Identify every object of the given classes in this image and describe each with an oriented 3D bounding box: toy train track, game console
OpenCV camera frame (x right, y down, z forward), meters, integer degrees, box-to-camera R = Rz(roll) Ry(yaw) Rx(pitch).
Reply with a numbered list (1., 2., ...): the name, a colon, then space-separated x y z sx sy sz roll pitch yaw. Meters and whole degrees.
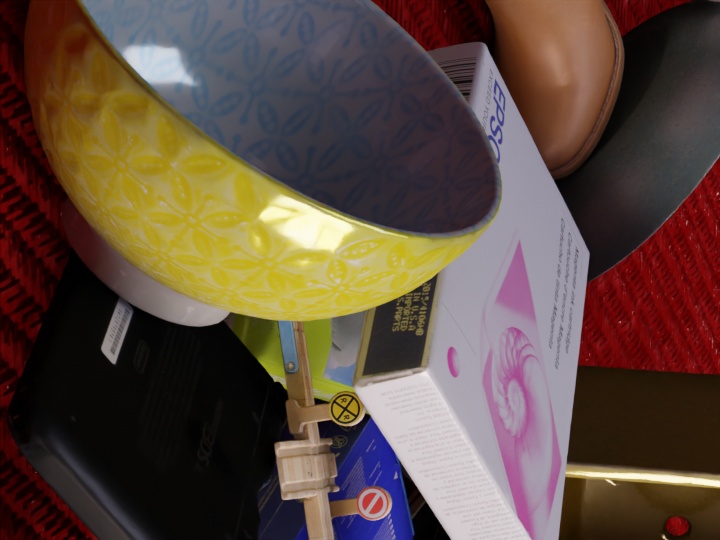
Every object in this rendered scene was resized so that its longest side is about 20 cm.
1. toy train track: -0.015 0.038 1.192 0.115 0.032 0.201 14 66 -81
2. game console: -0.098 0.100 1.124 0.176 0.116 0.200 50 18 -17

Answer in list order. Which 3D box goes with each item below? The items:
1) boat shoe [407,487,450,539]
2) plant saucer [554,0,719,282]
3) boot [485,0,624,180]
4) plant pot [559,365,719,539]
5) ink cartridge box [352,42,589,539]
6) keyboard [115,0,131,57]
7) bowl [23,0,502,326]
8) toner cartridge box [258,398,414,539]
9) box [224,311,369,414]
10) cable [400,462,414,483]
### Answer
1. boat shoe: 0.032 0.192 1.476 0.075 0.062 0.200 67 36 -45
2. plant saucer: 0.144 -0.080 1.548 0.039 0.201 0.201 37 55 -15
3. boot: 0.074 -0.149 1.457 0.155 0.073 0.201 2 91 -62
4. plant pot: 0.159 0.145 1.480 0.200 0.195 0.195 -70 162 -66
5. ink cartridge box: 0.064 0.036 1.276 0.197 0.043 0.200 -80 149 -41
6. keyboard: -0.056 -0.145 1.237 0.200 0.011 0.056 -44 136 -53
7. bowl: -0.056 -0.044 1.110 0.108 0.200 0.200 -52 168 27
8. toner cartridge box: -0.039 0.153 1.332 0.200 0.043 0.095 -56 146 -43
9. box: 0.000 0.000 1.307 0.200 0.048 0.122 20 75 -51
10. cable: 0.047 0.019 1.478 0.200 0.051 0.163 65 35 -43
